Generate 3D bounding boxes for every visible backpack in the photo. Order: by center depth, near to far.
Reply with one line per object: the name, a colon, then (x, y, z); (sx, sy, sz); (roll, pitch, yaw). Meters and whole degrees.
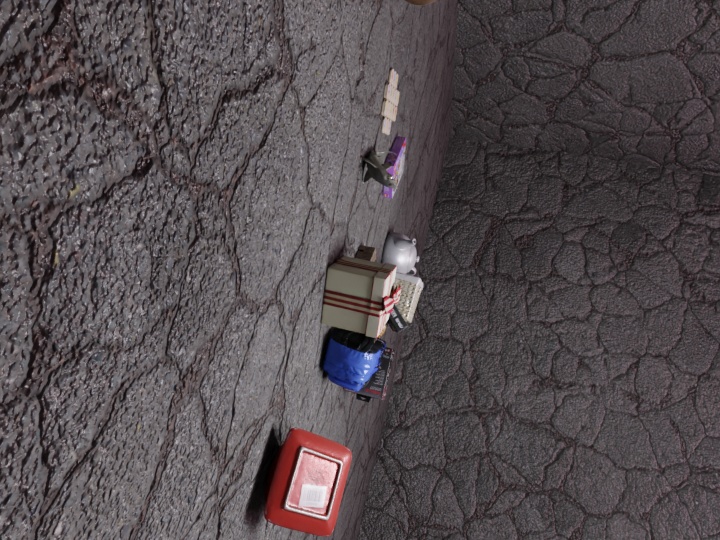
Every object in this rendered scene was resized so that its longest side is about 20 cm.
backpack: (-0.019, 0.263, 1.569); (0.200, 0.160, 0.171); (-5, 109, -79)

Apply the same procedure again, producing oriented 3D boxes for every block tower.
block tower: (0.000, 0.000, 1.682); (0.201, 0.057, 0.055); (-69, 165, -47)

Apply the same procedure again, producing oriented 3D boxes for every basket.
basket: (0.120, 0.090, 1.990); (0.198, 0.197, 0.164); (43, 61, -77)

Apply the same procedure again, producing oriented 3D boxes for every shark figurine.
shark figurine: (0.039, -0.305, 1.603); (0.090, 0.127, 0.216); (-57, -160, 31)

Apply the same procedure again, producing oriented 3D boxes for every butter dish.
butter dish: (-0.144, 0.482, 1.243); (0.199, 0.147, 0.202); (31, 63, -32)

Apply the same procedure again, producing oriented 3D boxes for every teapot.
teapot: (0.174, -0.057, 2.246); (0.200, 0.143, 0.201); (-42, 141, -73)

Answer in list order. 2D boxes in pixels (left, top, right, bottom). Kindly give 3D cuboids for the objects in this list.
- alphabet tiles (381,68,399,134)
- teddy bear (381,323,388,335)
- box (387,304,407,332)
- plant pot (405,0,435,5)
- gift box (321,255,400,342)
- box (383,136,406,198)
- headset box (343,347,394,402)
alphabet tiles: (0.099, -0.548, 1.757); (0.200, 0.014, 0.199); (-33, 133, -74)
teddy bear: (0.029, 0.145, 1.744); (0.201, 0.066, 0.146); (56, 20, -23)
box: (0.080, 0.110, 1.786); (0.047, 0.195, 0.200); (-33, 179, -4)
plant pot: (0.131, -0.800, 1.341); (0.199, 0.184, 0.190); (-5, 106, -63)
gift box: (0.009, 0.079, 1.475); (0.185, 0.183, 0.204); (-49, 148, -66)
box: (0.125, -0.380, 1.973); (0.138, 0.038, 0.201); (90, 16, -44)
headset box: (0.030, 0.367, 1.931); (0.077, 0.146, 0.203); (53, 50, -74)
